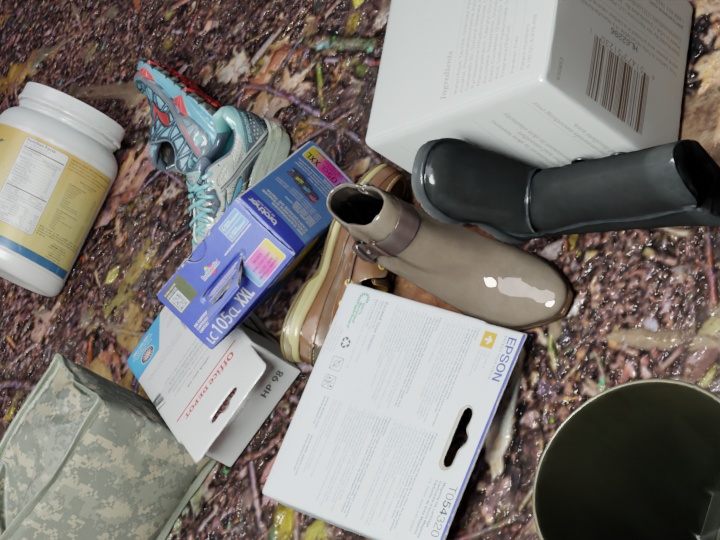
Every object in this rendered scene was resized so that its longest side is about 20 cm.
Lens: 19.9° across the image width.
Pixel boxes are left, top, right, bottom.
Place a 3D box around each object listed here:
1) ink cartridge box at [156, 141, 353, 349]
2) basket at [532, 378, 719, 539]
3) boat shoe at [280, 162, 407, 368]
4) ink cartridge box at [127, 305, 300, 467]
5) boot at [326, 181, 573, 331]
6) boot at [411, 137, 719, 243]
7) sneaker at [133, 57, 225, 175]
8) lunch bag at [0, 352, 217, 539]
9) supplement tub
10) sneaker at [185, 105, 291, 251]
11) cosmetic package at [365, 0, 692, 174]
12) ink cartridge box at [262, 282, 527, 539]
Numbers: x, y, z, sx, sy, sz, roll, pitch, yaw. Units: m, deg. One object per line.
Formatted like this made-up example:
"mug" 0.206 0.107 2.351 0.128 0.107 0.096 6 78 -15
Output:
"ink cartridge box" -0.095 -0.018 1.839 0.137 0.076 0.200 -48 -4 30
"basket" 0.237 0.169 1.291 0.180 0.199 0.137 6 71 53
"boat shoe" 0.000 0.000 1.830 0.067 0.072 0.201 19 71 20
"ink cartridge box" -0.132 0.099 1.910 0.116 0.066 0.200 -53 35 8
"boot" 0.063 -0.016 1.683 0.199 0.146 0.071 11 72 53
"boot" 0.162 -0.066 1.567 0.199 0.164 0.066 -2 79 39
"sneaker" -0.203 -0.157 2.170 0.096 0.079 0.200 -58 35 6
"lunch bag" -0.258 0.206 1.905 0.201 0.164 0.117 -57 41 2
"supplement tub" -0.354 -0.089 2.249 0.144 0.144 0.201 14 76 54
"sneaker" -0.145 -0.069 2.029 0.077 0.086 0.202 -3 63 50
"cosmetic package" 0.138 -0.160 1.676 0.199 0.167 0.168 -16 55 43
"ink cartridge box" 0.033 0.126 1.699 0.199 0.043 0.198 16 78 39
